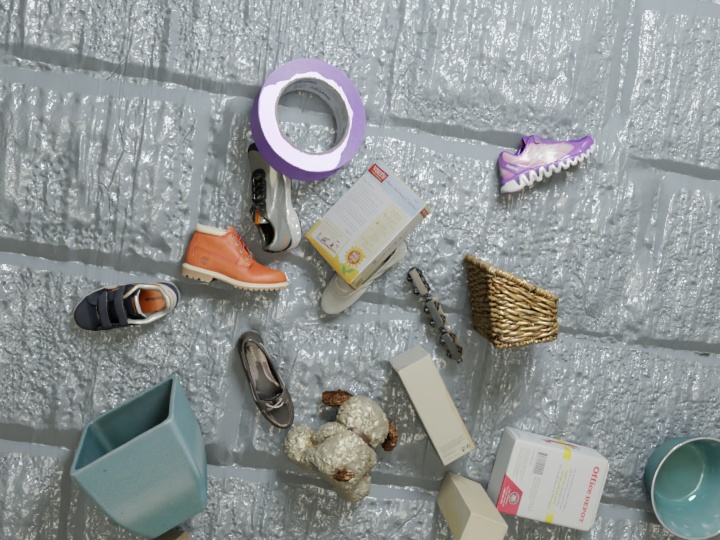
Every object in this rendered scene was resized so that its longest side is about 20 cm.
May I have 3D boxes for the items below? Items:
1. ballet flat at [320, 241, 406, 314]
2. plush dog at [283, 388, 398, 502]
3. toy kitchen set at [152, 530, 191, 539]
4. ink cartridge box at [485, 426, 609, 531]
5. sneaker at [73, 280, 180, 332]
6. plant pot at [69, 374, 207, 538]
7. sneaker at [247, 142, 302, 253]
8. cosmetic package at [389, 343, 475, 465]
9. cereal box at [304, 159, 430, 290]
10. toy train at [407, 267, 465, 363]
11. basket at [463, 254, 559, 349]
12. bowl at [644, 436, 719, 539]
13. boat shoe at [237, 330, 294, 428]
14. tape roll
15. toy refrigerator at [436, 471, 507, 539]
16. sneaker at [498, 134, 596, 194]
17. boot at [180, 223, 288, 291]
[{"bbox_3d":[0.000,0.000,1.501,0.199,0.069,0.070,-38,99,-2],"label":"ballet flat"},{"bbox_3d":[-0.019,0.313,1.510,0.199,0.160,0.173,37,65,-10],"label":"plush dog"},{"bbox_3d":[-0.396,0.617,1.490,0.161,0.199,0.184,-17,100,38],"label":"toy kitchen set"},{"bbox_3d":[0.362,0.405,1.579,0.196,0.083,0.148,15,95,-8],"label":"ink cartridge box"},{"bbox_3d":[-0.426,0.063,1.459,0.196,0.079,0.080,-16,99,-3],"label":"sneaker"},{"bbox_3d":[-0.368,0.348,1.448,0.194,0.196,0.203,-27,109,-3],"label":"plant pot"},{"bbox_3d":[-0.165,-0.129,1.455,0.079,0.073,0.204,-21,99,-42],"label":"sneaker"},{"bbox_3d":[0.134,0.250,1.528,0.072,0.104,0.203,-26,100,-4],"label":"cosmetic package"},{"bbox_3d":[0.012,-0.085,1.471,0.200,0.040,0.144,-44,59,1],"label":"cereal box"},{"bbox_3d":[0.143,0.084,1.540,0.034,0.046,0.203,-27,96,9],"label":"toy train"},{"bbox_3d":[0.280,0.043,1.471,0.139,0.200,0.153,-9,97,-4],"label":"basket"},{"bbox_3d":[0.644,0.411,1.600,0.196,0.105,0.206,-1,96,-5],"label":"bowl"},{"bbox_3d":[-0.178,0.209,1.512,0.066,0.057,0.204,-23,98,-3],"label":"boat shoe"},{"bbox_3d":[-0.092,-0.264,1.432,0.196,0.065,0.205,3,81,-20],"label":"tape roll"},{"bbox_3d":[0.202,0.452,1.508,0.075,0.200,0.071,22,94,-9],"label":"toy refrigerator"},{"bbox_3d":[0.341,-0.217,1.514,0.197,0.080,0.090,-23,91,-2],"label":"sneaker"},{"bbox_3d":[-0.219,-0.021,1.477,0.196,0.075,0.110,14,90,-6],"label":"boot"}]
